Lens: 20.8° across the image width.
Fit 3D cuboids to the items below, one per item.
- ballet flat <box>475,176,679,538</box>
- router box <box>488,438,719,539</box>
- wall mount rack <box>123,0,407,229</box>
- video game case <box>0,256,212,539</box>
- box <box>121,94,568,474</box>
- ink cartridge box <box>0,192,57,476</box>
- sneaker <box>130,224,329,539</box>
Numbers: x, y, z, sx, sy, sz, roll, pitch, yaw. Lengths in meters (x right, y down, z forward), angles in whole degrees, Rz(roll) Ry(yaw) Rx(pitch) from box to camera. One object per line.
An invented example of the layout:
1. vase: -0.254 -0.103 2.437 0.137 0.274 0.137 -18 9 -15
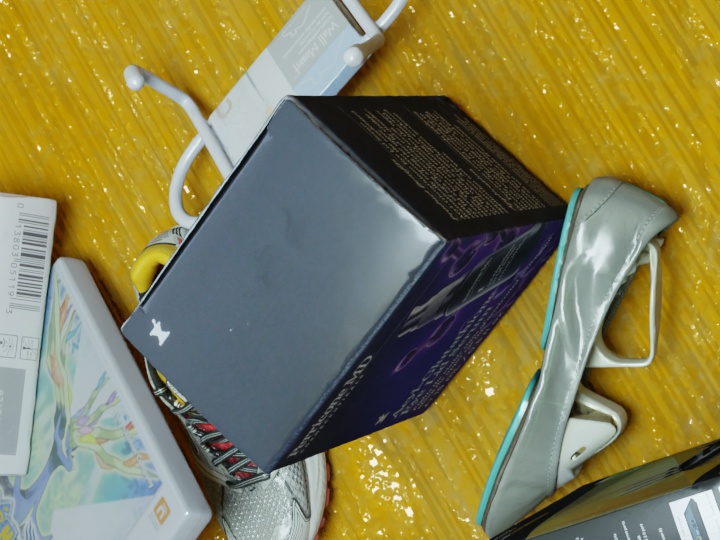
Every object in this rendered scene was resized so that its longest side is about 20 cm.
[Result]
1. ballet flat: 0.113 0.053 1.001 0.063 0.067 0.201 18 104 12
2. router box: 0.150 0.117 0.913 0.157 0.200 0.052 -22 85 25
3. wall mount rack: -0.048 -0.095 1.020 0.200 0.074 0.174 -49 41 15
4. video game case: -0.172 0.125 1.113 0.183 0.022 0.200 -54 48 26
5. box: 0.000 0.000 0.973 0.104 0.200 0.148 43 111 15
6. ink cartridge box: -0.263 0.034 1.178 0.199 0.050 0.162 2 85 48
7. sneaker: -0.081 0.072 1.084 0.078 0.082 0.201 -22 86 25
